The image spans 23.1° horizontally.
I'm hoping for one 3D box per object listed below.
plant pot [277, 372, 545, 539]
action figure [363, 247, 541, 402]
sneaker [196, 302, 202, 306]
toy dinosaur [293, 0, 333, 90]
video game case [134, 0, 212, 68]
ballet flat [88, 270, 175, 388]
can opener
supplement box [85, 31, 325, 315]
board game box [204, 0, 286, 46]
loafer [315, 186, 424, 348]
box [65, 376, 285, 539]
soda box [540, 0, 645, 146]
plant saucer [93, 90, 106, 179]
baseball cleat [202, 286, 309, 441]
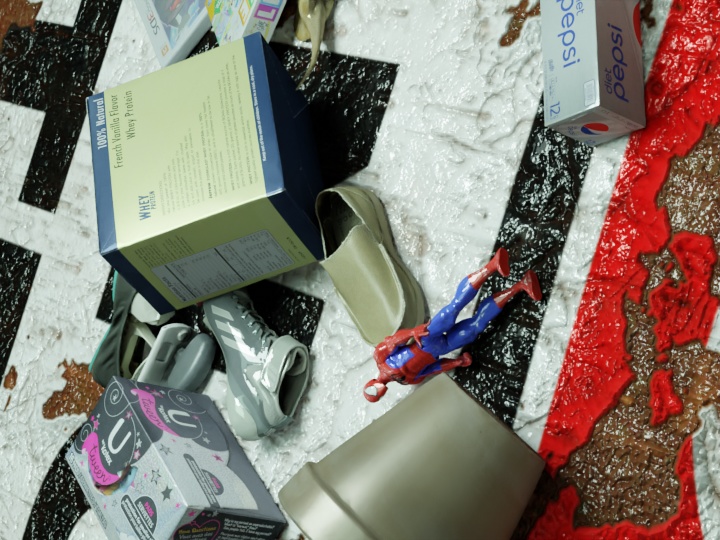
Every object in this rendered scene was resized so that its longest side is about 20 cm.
[{"bbox_3d":[0.057,0.189,1.478,0.174,0.200,0.200,-49,44,1],"label":"plant pot"},{"bbox_3d":[0.072,0.060,1.582,0.200,0.065,0.052,-39,34,31],"label":"action figure"},{"bbox_3d":[-0.195,-0.048,1.895,0.078,0.082,0.201,-41,51,30],"label":"sneaker"},{"bbox_3d":[-0.047,-0.279,1.850,0.101,0.058,0.201,-59,33,36],"label":"toy dinosaur"},{"bbox_3d":[-0.194,-0.360,2.048,0.200,0.023,0.183,-47,47,25],"label":"video game case"},{"bbox_3d":[-0.238,0.051,1.905,0.068,0.068,0.201,33,125,20],"label":"ballet flat"},{"bbox_3d":[-0.224,0.148,1.880,0.066,0.052,0.201,41,108,45],"label":"can opener"},{"bbox_3d":[-0.152,-0.095,1.766,0.198,0.134,0.202,-19,56,13],"label":"supplement box"},{"bbox_3d":[-0.106,-0.331,1.883,0.201,0.034,0.135,-63,30,31],"label":"board game box"},{"bbox_3d":[0.000,0.000,1.677,0.076,0.067,0.201,-46,48,27],"label":"loafer"},{"bbox_3d":[-0.188,0.216,1.757,0.115,0.131,0.200,-57,44,18],"label":"box"},{"bbox_3d":[0.201,-0.216,1.534,0.063,0.068,0.202,-19,63,43],"label":"soda box"},{"bbox_3d":[-0.254,-0.098,1.927,0.032,0.200,0.202,-5,68,6],"label":"plant saucer"},{"bbox_3d":[-0.102,0.069,1.776,0.106,0.069,0.202,-27,67,30],"label":"baseball cleat"}]
